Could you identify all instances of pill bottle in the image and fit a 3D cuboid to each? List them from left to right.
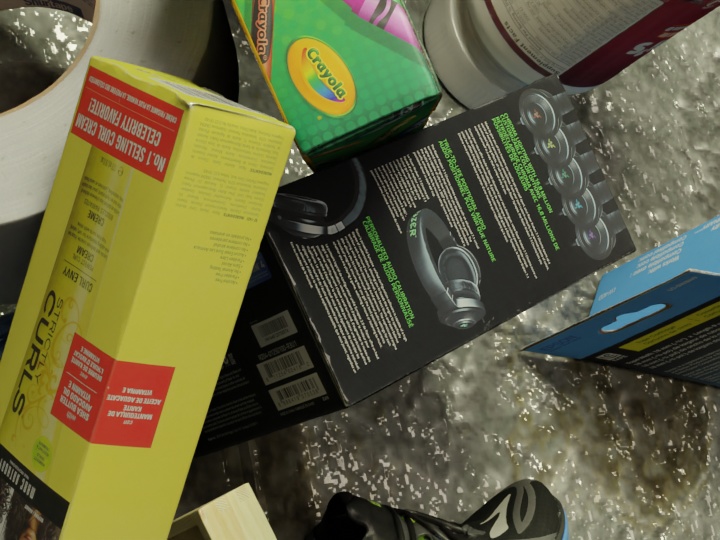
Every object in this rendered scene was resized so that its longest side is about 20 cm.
[{"bbox_3d":[0.127,-0.163,0.858,0.109,0.200,0.110,13,63,-29],"label":"pill bottle"}]

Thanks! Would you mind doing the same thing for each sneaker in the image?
[{"bbox_3d":[0.022,0.138,0.744,0.199,0.071,0.083,-18,87,-34],"label":"sneaker"}]

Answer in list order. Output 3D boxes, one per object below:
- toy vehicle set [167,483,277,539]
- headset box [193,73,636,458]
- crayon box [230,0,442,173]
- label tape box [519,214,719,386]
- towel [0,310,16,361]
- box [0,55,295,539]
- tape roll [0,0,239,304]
[{"bbox_3d":[-0.041,0.196,0.644,0.026,0.124,0.200,-23,84,-38],"label":"toy vehicle set"},{"bbox_3d":[0.000,0.000,0.718,0.200,0.174,0.093,-25,91,-37],"label":"headset box"},{"bbox_3d":[-0.019,-0.107,0.649,0.058,0.200,0.119,-24,91,1],"label":"crayon box"},{"bbox_3d":[0.208,0.012,0.874,0.200,0.144,0.063,12,64,-30],"label":"label tape box"},{"bbox_3d":[-0.170,0.092,0.629,0.200,0.048,0.112,-29,94,-47],"label":"towel"},{"bbox_3d":[-0.090,0.029,0.573,0.050,0.075,0.201,11,103,-43],"label":"box"},{"bbox_3d":[-0.154,-0.089,0.659,0.200,0.066,0.201,-3,62,5],"label":"tape roll"}]
